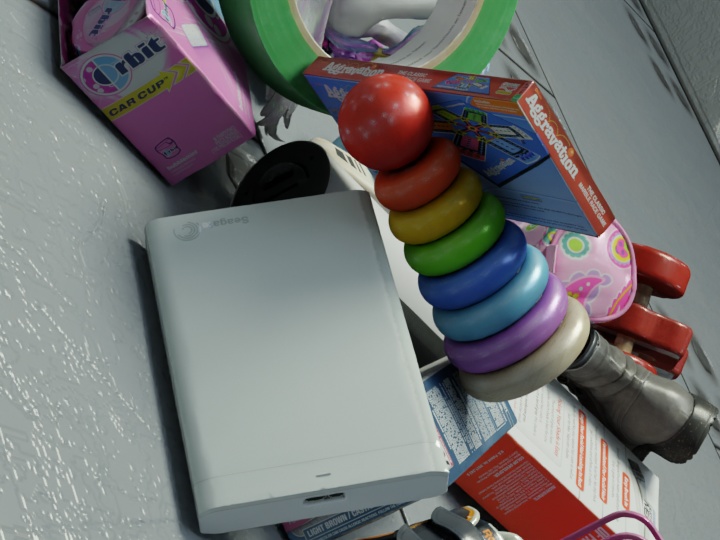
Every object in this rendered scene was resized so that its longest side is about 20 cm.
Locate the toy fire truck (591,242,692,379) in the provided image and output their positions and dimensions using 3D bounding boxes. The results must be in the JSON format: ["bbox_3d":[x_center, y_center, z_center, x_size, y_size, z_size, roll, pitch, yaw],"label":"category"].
[{"bbox_3d":[0.177,0.037,1.741,0.199,0.113,0.168,19,-11,6],"label":"toy fire truck"}]

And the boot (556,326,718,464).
[{"bbox_3d":[0.176,0.089,1.602,0.131,0.070,0.200,34,-20,-9],"label":"boot"}]

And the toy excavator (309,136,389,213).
[{"bbox_3d":[0.005,-0.065,1.529,0.199,0.100,0.195,32,29,-33],"label":"toy excavator"}]

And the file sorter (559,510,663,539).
[{"bbox_3d":[0.151,0.256,1.337,0.139,0.125,0.200,58,17,-6],"label":"file sorter"}]

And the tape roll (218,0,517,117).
[{"bbox_3d":[0.007,-0.194,1.322,0.201,0.201,0.048,50,-14,-30],"label":"tape roll"}]

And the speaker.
[{"bbox_3d":[0.000,0.000,1.399,0.200,0.081,0.082,45,23,-42],"label":"speaker"}]

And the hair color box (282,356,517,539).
[{"bbox_3d":[0.020,0.102,1.256,0.061,0.100,0.200,64,17,2],"label":"hair color box"}]

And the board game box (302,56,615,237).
[{"bbox_3d":[0.054,-0.075,1.233,0.199,0.019,0.103,15,-33,52],"label":"board game box"}]

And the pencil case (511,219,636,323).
[{"bbox_3d":[0.121,-0.001,1.569,0.088,0.087,0.200,55,-21,-16],"label":"pencil case"}]

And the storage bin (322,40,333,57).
[{"bbox_3d":[-0.037,-0.234,1.586,0.134,0.145,0.200,48,14,-5],"label":"storage bin"}]

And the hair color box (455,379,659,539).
[{"bbox_3d":[0.128,0.136,1.508,0.200,0.064,0.111,42,28,-19],"label":"hair color box"}]

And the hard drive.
[{"bbox_3d":[-0.038,0.045,1.150,0.026,0.131,0.201,91,-13,-50],"label":"hard drive"}]

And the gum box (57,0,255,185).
[{"bbox_3d":[-0.131,-0.165,1.315,0.114,0.066,0.201,48,20,-39],"label":"gum box"}]

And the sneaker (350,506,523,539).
[{"bbox_3d":[0.041,0.179,1.234,0.079,0.079,0.200,64,19,10],"label":"sneaker"}]

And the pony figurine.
[{"bbox_3d":[-0.006,-0.183,1.428,0.167,0.198,0.195,170,-74,-83],"label":"pony figurine"}]

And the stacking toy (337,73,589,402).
[{"bbox_3d":[0.049,-0.023,1.210,0.201,0.085,0.086,56,17,-23],"label":"stacking toy"}]
